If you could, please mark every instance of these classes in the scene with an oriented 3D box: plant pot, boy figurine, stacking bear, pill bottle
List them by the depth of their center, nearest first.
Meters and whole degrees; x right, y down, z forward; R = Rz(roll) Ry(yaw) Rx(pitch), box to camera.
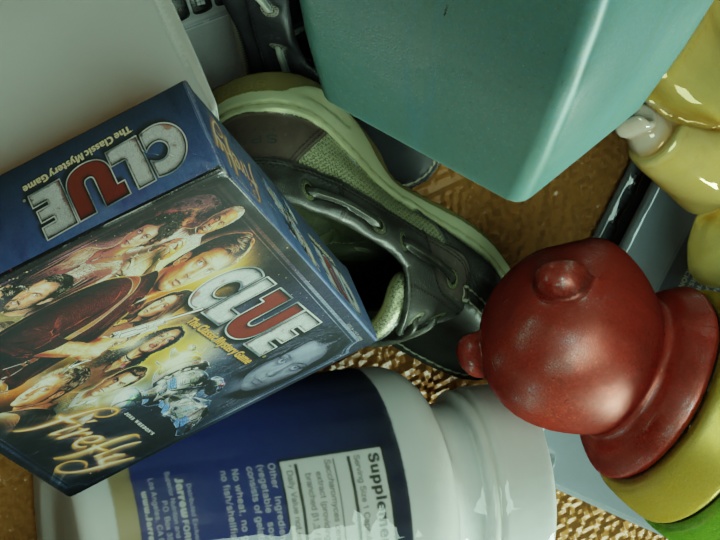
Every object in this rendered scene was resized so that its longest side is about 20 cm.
[{"bbox_3d":[0.060,-0.139,0.924,0.141,0.141,0.201,-38,149,-44],"label":"plant pot"},{"bbox_3d":[0.130,-0.076,1.078,0.064,0.125,0.201,-13,127,29],"label":"boy figurine"},{"bbox_3d":[0.136,0.053,1.085,0.199,0.114,0.121,27,139,-21],"label":"stacking bear"},{"bbox_3d":[-0.026,0.099,1.092,0.198,0.111,0.112,-7,107,-18],"label":"pill bottle"}]

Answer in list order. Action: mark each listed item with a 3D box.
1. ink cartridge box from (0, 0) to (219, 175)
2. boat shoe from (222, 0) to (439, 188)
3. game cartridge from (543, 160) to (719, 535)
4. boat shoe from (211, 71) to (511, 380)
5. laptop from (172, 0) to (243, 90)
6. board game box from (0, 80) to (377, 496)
[{"bbox_3d":[-0.124,-0.019,0.971,0.146,0.200,0.086,-23,70,-8],"label":"ink cartridge box"},{"bbox_3d":[-0.009,-0.082,1.037,0.072,0.063,0.200,-31,141,0],"label":"boat shoe"},{"bbox_3d":[0.156,0.018,1.176,0.133,0.042,0.201,25,96,-28],"label":"game cartridge"},{"bbox_3d":[0.001,-0.001,1.067,0.071,0.066,0.201,-14,142,28],"label":"boat shoe"},{"bbox_3d":[-0.012,-0.147,1.025,0.186,0.116,0.201,-21,111,-12],"label":"laptop"},{"bbox_3d":[-0.082,0.013,0.925,0.135,0.200,0.035,-27,68,6],"label":"board game box"}]
